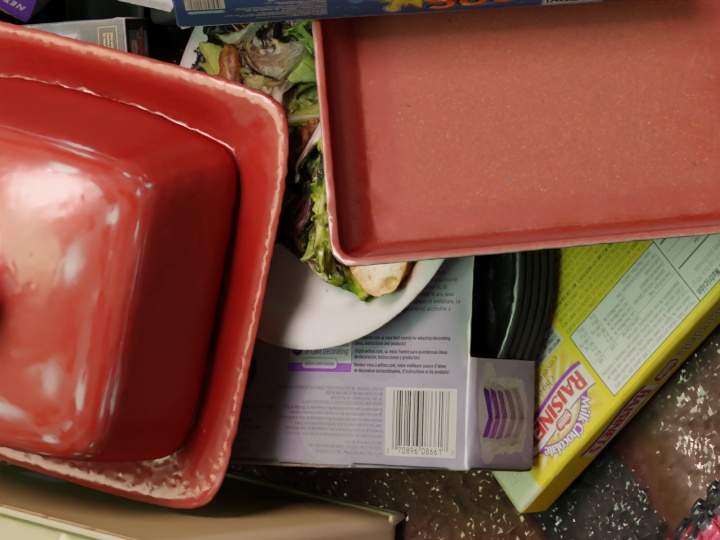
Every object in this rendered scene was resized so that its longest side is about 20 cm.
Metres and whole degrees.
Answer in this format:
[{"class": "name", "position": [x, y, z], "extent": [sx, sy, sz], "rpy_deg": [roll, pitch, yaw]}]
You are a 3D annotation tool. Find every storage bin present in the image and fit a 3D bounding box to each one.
[{"class": "storage bin", "position": [-0.116, 0.148, 1.366], "extent": [0.198, 0.200, 0.094], "rpy_deg": [10, 96, 37]}]

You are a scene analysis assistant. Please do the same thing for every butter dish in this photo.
[{"class": "butter dish", "position": [-0.153, 0.002, 1.273], "extent": [0.200, 0.148, 0.200], "rpy_deg": [16, 103, 19]}]

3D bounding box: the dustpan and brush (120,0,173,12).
[{"class": "dustpan and brush", "position": [-0.049, -0.209, 1.346], "extent": [0.140, 0.057, 0.200], "rpy_deg": [23, 94, 68]}]

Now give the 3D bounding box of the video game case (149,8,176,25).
[{"class": "video game case", "position": [-0.035, -0.228, 1.404], "extent": [0.200, 0.024, 0.182], "rpy_deg": [-11, 85, 37]}]

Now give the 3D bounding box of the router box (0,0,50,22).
[{"class": "router box", "position": [-0.125, -0.239, 1.366], "extent": [0.157, 0.052, 0.200], "rpy_deg": [-35, 40, 39]}]

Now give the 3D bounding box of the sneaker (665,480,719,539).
[{"class": "sneaker", "position": [0.145, 0.156, 1.245], "extent": [0.075, 0.081, 0.200], "rpy_deg": [40, 125, 0]}]

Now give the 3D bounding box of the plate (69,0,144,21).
[{"class": "plate", "position": [-0.179, -0.138, 1.516], "extent": [0.200, 0.026, 0.201], "rpy_deg": [1, 92, 38]}]

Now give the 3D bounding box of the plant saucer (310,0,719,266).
[{"class": "plant saucer", "position": [0.080, -0.098, 1.236], "extent": [0.200, 0.037, 0.200], "rpy_deg": [-5, 71, 0]}]

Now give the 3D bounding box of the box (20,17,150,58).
[{"class": "box", "position": [-0.163, -0.016, 1.382], "extent": [0.136, 0.038, 0.200], "rpy_deg": [-3, 93, 13]}]

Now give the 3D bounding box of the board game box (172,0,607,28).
[{"class": "board game box", "position": [0.018, -0.176, 1.227], "extent": [0.200, 0.034, 0.136], "rpy_deg": [-3, 71, 0]}]

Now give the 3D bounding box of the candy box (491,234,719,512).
[{"class": "candy box", "position": [0.109, 0.006, 1.296], "extent": [0.200, 0.026, 0.102], "rpy_deg": [-50, 61, 28]}]

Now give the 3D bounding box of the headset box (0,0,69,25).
[{"class": "headset box", "position": [-0.253, -0.092, 1.501], "extent": [0.200, 0.093, 0.174], "rpy_deg": [4, 95, 39]}]

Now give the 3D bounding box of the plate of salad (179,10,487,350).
[{"class": "plate of salad", "position": [-0.025, -0.065, 1.311], "extent": [0.200, 0.048, 0.200], "rpy_deg": [-6, 82, 43]}]

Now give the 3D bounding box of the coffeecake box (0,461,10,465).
[{"class": "coffeecake box", "position": [-0.240, 0.167, 1.543], "extent": [0.153, 0.073, 0.200], "rpy_deg": [8, 97, 36]}]

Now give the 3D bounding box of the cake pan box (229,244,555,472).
[{"class": "cake pan box", "position": [0.000, 0.000, 1.346], "extent": [0.200, 0.052, 0.185], "rpy_deg": [-3, 86, 43]}]
